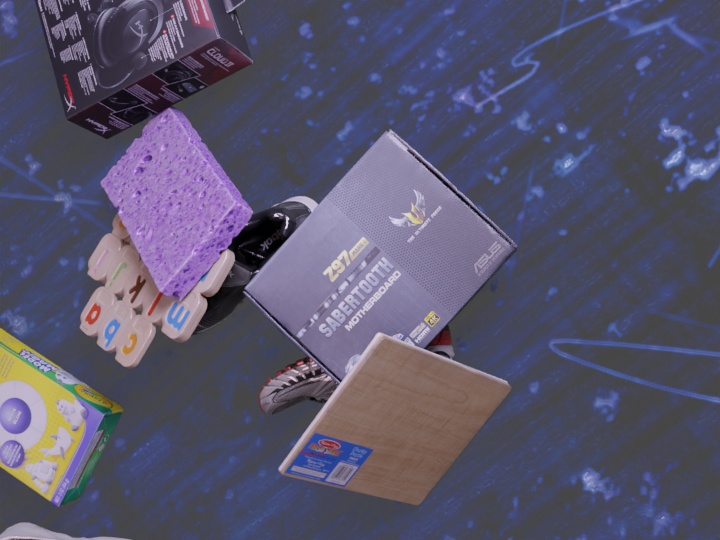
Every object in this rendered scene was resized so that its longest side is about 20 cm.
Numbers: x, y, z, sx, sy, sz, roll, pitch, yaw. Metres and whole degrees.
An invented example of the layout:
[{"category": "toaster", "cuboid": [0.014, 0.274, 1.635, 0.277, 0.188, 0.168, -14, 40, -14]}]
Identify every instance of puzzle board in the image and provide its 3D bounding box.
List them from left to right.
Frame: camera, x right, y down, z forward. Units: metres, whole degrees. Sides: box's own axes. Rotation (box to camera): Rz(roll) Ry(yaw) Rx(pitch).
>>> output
[{"category": "puzzle board", "cuboid": [0.034, 0.137, 1.029, 0.151, 0.200, 0.017, -53, 47, 12]}]

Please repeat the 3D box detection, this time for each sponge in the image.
[{"category": "sponge", "cuboid": [-0.182, -0.071, 1.113, 0.112, 0.030, 0.200, -48, 44, 10]}]

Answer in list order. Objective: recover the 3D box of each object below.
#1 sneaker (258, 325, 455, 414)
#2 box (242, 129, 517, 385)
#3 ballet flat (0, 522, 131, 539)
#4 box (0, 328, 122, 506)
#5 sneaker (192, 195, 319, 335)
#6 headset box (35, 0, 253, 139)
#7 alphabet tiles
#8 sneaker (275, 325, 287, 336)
[{"category": "sneaker", "cuboid": [-0.004, 0.111, 1.092, 0.200, 0.078, 0.082, -15, 88, 17]}, {"category": "box", "cuboid": [0.018, -0.001, 1.030, 0.158, 0.051, 0.200, 44, 93, 7]}, {"category": "ballet flat", "cuboid": [-0.296, 0.308, 1.193, 0.200, 0.069, 0.070, 8, 94, 17]}, {"category": "box", "cuboid": [-0.363, 0.147, 1.220, 0.200, 0.048, 0.117, 30, 99, 16]}, {"category": "sneaker", "cuboid": [-0.127, -0.004, 1.119, 0.200, 0.090, 0.067, -37, 83, 14]}, {"category": "headset box", "cuboid": [-0.208, -0.244, 1.135, 0.200, 0.077, 0.149, -24, 72, 15]}, {"category": "alphabet tiles", "cuboid": [-0.199, -0.007, 1.124, 0.200, 0.015, 0.196, 29, 87, 46]}, {"category": "sneaker", "cuboid": [0.000, 0.000, 1.089, 0.086, 0.078, 0.200, 45, 103, 8]}]
